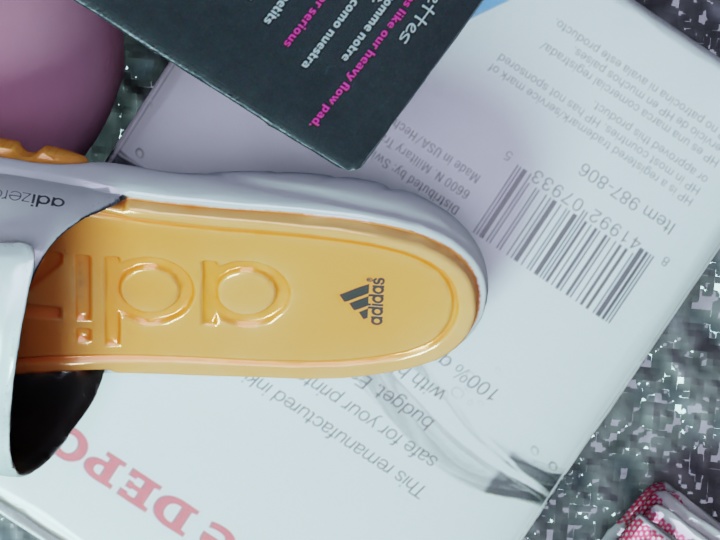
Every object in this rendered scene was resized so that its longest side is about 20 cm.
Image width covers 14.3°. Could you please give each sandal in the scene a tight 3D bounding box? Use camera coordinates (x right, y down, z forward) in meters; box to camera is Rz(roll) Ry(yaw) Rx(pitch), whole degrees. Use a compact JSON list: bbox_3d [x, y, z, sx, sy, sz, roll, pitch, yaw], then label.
[{"bbox_3d":[-0.071,0.012,0.683,0.205,0.059,0.080,0,132,1],"label":"sandal"}]

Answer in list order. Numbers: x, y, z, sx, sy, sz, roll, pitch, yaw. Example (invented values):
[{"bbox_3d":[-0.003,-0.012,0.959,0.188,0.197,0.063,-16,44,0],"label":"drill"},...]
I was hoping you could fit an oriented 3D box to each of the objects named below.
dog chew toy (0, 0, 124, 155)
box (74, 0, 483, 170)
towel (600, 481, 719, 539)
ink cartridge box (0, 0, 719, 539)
[{"bbox_3d":[-0.164,-0.058,0.730,0.199,0.124,0.125,-14,97,-13],"label":"dog chew toy"},{"bbox_3d":[-0.007,-0.148,0.625,0.115,0.132,0.200,32,98,-41],"label":"box"},{"bbox_3d":[0.078,0.178,0.819,0.146,0.030,0.200,37,98,-5],"label":"towel"},{"bbox_3d":[0.000,0.000,0.767,0.144,0.084,0.201,34,96,-3],"label":"ink cartridge box"}]
